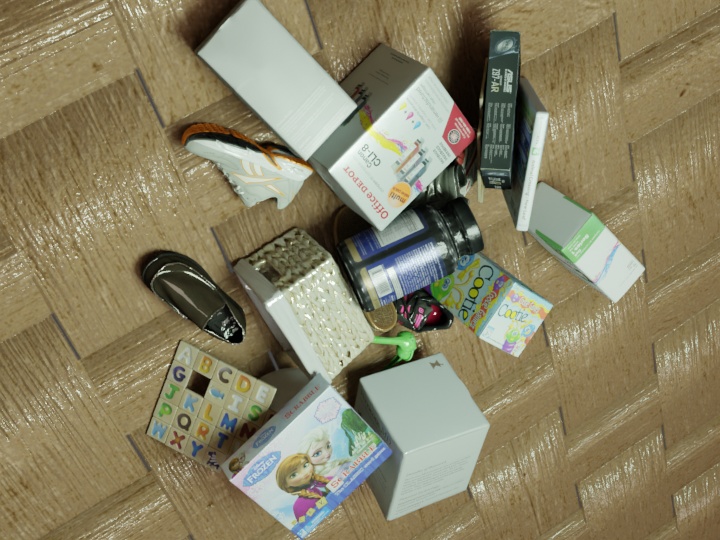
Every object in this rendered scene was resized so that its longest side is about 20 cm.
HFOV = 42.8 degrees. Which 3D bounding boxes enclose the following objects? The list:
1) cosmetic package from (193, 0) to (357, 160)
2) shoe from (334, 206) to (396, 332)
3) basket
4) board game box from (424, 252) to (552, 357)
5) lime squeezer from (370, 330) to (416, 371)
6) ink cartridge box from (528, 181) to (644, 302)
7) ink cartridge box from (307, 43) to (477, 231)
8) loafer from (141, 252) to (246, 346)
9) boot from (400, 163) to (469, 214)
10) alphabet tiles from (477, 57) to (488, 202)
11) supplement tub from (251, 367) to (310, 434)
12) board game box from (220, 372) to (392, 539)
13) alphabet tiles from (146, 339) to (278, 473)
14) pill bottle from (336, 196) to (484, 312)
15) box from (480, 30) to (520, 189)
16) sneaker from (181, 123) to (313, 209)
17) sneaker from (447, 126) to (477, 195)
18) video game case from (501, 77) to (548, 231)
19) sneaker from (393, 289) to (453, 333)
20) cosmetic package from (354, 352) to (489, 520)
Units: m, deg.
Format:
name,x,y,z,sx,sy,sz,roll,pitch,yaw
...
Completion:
name,x,y,z,sx,sy,sz,roll,pitch,yaw
cosmetic package,-0.112,-0.251,1.199,0.107,0.090,0.200,-44,107,-1
shoe,0.000,0.000,1.424,0.069,0.053,0.202,-17,91,-20
basket,-0.081,0.053,1.384,0.123,0.135,0.201,-37,129,-11
board game box,0.196,0.036,1.495,0.105,0.200,0.103,27,100,-37
lime squeezer,0.060,0.134,1.510,0.070,0.038,0.200,-35,160,-6
ink cartridge box,0.379,-0.047,1.593,0.084,0.145,0.200,-51,129,4
ink cartridge box,0.029,-0.190,1.311,0.200,0.145,0.145,-45,129,-1
loafer,-0.229,0.044,1.330,0.073,0.071,0.200,-50,129,2
boot,0.099,-0.072,1.419,0.068,0.130,0.202,-51,147,-57
alphabet tiles,0.186,-0.208,1.385,0.006,0.167,0.201,4,139,11
supplement tub,-0.103,0.274,1.482,0.144,0.145,0.201,-28,126,-15
board game box,-0.076,0.284,1.385,0.200,0.041,0.200,-43,129,-5
alphabet tiles,-0.213,0.222,1.389,0.168,0.199,0.008,-67,170,15
pill bottle,0.073,-0.028,1.338,0.199,0.112,0.112,-24,126,-2
box,0.207,-0.231,1.351,0.043,0.160,0.202,4,86,10
sneaker,-0.163,-0.136,1.275,0.199,0.076,0.092,16,111,-34
sneaker,0.151,-0.134,1.456,0.082,0.078,0.201,-13,129,-38
video game case,0.250,-0.184,1.419,0.022,0.200,0.183,5,116,-2
sneaker,0.073,0.057,1.504,0.199,0.084,0.077,9,101,-33
cosmetic package,0.092,0.280,1.559,0.165,0.168,0.201,-15,139,-23
